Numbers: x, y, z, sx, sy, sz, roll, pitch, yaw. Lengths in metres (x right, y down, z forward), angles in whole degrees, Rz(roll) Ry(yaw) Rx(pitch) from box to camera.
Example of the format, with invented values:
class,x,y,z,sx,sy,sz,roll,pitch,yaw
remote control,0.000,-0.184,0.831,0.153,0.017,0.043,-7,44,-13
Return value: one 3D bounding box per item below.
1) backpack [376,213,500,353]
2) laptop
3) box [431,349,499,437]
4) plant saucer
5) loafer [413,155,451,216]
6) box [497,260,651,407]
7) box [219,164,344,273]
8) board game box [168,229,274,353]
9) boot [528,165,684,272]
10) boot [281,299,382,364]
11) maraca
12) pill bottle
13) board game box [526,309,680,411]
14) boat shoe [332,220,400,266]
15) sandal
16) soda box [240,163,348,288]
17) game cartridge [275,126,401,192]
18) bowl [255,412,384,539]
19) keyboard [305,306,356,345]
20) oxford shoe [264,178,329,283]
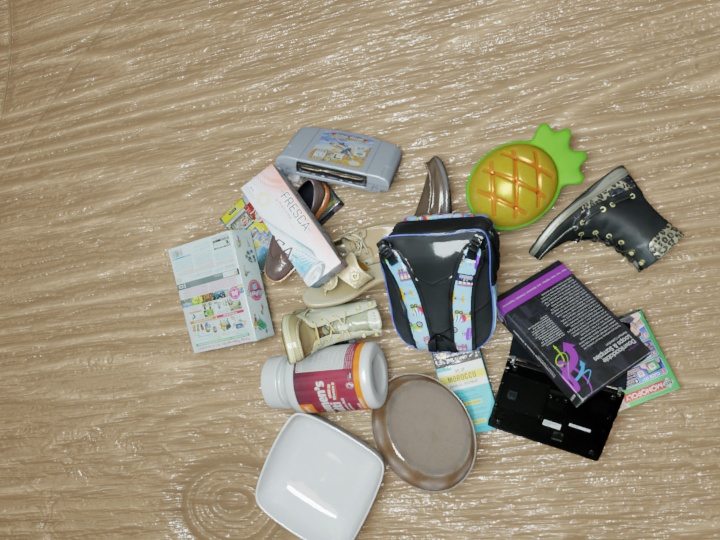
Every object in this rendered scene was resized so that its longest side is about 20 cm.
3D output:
class,x,y,z,sx,sy,sz,roll,pitch,yaw
backpack,0.131,0.022,0.832,0.181,0.135,0.201,-4,110,20
laptop,0.318,0.170,0.852,0.176,0.103,0.201,15,110,13
box,0.173,0.172,0.905,0.082,0.049,0.201,-17,85,11
plant saucer,0.108,0.270,0.896,0.199,0.032,0.202,4,96,36
loafer,0.122,-0.097,0.913,0.070,0.073,0.202,-4,87,11
box,0.319,0.091,0.822,0.142,0.036,0.200,-27,57,-15
box,-0.148,-0.110,0.993,0.200,0.038,0.137,-41,81,8
board game box,-0.256,0.039,0.977,0.147,0.064,0.201,-13,90,24
boot,0.391,-0.051,0.848,0.203,0.073,0.154,-41,78,1
boot,-0.042,0.093,0.868,0.154,0.200,0.073,-8,96,5
maraca,0.268,-0.150,0.866,0.199,0.107,0.138,-34,88,9
pill bottle,-0.061,0.184,0.902,0.199,0.109,0.110,-9,86,20
board game box,0.390,0.166,0.867,0.199,0.029,0.135,-25,84,10
boat shoe,-0.008,-0.035,0.945,0.199,0.065,0.072,-22,83,11
sandal,-0.002,-0.003,0.900,0.210,0.078,0.070,-13,124,-15
soda box,-0.106,-0.070,0.856,0.068,0.064,0.200,-37,80,6
game cartridge,-0.033,-0.199,0.928,0.199,0.134,0.042,13,136,8
bowl,-0.068,0.365,0.940,0.199,0.075,0.201,26,94,11
keyboard,-0.064,0.160,0.974,0.126,0.021,0.201,-18,83,11
oxford shoe,-0.123,-0.072,0.930,0.071,0.073,0.201,25,94,11
